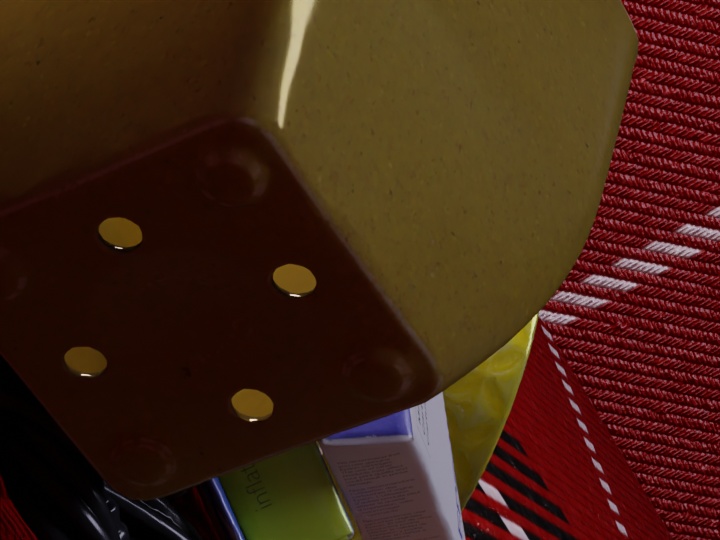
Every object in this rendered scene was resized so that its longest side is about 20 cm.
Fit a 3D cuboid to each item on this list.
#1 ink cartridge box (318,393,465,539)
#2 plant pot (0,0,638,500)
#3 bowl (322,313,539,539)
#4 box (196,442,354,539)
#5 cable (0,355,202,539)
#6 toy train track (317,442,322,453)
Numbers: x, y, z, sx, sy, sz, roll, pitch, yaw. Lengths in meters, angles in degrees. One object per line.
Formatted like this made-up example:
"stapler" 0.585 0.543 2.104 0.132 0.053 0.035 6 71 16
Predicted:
"ink cartridge box" 0.000 0.000 1.131 0.200 0.043 0.197 72 9 -62
"plant pot" -0.042 -0.047 0.889 0.194 0.195 0.200 54 28 -32
"bowl" -0.005 0.039 1.348 0.107 0.200 0.200 21 21 -15
"box" -0.053 0.058 1.145 0.200 0.048 0.122 155 -90 -83
"cable" -0.089 0.092 0.973 0.200 0.051 0.164 59 11 -60
"toy train track" -0.034 -0.014 1.241 0.115 0.032 0.201 -45 125 -66
